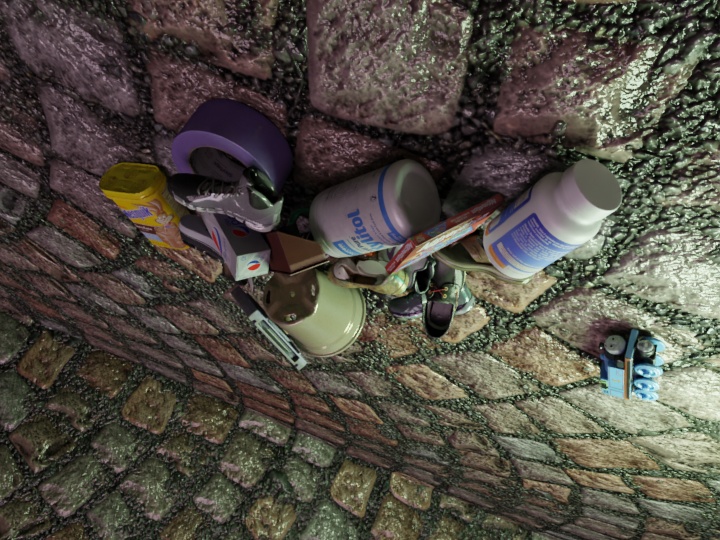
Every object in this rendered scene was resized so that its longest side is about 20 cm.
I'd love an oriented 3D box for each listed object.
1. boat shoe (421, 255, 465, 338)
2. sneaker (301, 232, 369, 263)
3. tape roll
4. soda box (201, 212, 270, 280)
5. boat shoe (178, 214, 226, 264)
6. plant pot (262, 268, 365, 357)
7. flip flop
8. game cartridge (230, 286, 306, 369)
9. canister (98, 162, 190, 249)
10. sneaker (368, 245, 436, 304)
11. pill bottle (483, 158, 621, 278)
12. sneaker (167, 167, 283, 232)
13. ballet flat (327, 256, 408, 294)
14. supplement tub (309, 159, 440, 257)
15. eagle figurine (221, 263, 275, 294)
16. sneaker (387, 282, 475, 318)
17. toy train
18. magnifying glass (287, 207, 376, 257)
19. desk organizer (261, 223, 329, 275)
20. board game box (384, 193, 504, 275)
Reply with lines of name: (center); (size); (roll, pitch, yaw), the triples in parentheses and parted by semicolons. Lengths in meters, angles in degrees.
boat shoe: (0.162, 0.043, 1.013); (0.073, 0.063, 0.202); (12, 121, 18)
sneaker: (-0.058, -0.024, 1.101); (0.199, 0.076, 0.116); (-2, 145, 34)
tape roll: (-0.229, -0.200, 0.922); (0.199, 0.085, 0.200); (15, 148, 10)
soda box: (-0.245, -0.073, 0.990); (0.200, 0.068, 0.064); (52, 143, 34)
boat shoe: (-0.284, -0.048, 1.043); (0.199, 0.069, 0.057); (29, 130, 13)
plant pot: (-0.111, 0.075, 1.113); (0.199, 0.202, 0.183); (8, 165, 22)
flip flop: (0.218, -0.031, 0.920); (0.199, 0.081, 0.058); (19, 125, 9)
game cartridge: (-0.202, 0.126, 1.138); (0.130, 0.038, 0.200); (44, 171, 52)
canister: (-0.470, -0.141, 1.168); (0.148, 0.087, 0.200); (9, 148, 22)
sneaker: (0.084, 0.009, 0.996); (0.140, 0.077, 0.200); (58, 153, 14)
pill bottle: (0.282, -0.075, 0.764); (0.112, 0.112, 0.200); (28, 149, -9)
sneaker: (-0.221, -0.144, 0.865); (0.199, 0.075, 0.116); (18, 146, -13)
ballet flat: (0.000, 0.000, 0.969); (0.199, 0.071, 0.071); (11, 150, 41)
supplement tub: (0.023, -0.100, 0.872); (0.199, 0.132, 0.132); (-13, 135, 43)
eagle figurine: (-0.259, -0.041, 1.142); (0.199, 0.153, 0.151); (17, -177, 14)
sneaker: (0.143, 0.048, 1.104); (0.199, 0.075, 0.088); (-8, 123, 29)
toy train: (0.551, 0.197, 1.047); (0.114, 0.087, 0.200); (8, 147, 33)
magnifying glass: (-0.059, -0.069, 1.013); (0.199, 0.080, 0.022); (20, -165, 21)
desk organizer: (-0.128, -0.042, 0.938); (0.200, 0.071, 0.077); (6, 115, 70)
board game box: (0.136, -0.058, 0.823); (0.019, 0.199, 0.103); (56, 151, 12)
